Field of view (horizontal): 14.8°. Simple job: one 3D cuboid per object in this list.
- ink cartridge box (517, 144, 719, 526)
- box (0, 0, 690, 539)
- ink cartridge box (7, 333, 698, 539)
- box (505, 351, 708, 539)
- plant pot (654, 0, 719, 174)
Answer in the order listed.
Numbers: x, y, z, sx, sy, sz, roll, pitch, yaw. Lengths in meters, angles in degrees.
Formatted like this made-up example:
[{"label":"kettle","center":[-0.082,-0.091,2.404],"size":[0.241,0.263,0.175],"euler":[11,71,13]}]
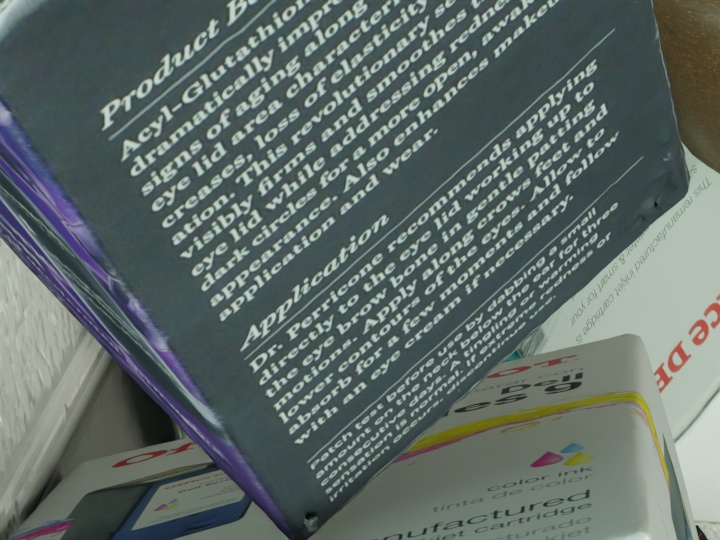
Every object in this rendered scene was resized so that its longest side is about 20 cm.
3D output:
[{"label":"ink cartridge box","center":[0.120,-0.021,1.059],"size":[0.083,0.147,0.200],"euler":[10,39,-39]},{"label":"box","center":[-0.039,-0.066,0.456],"size":[0.148,0.104,0.200],"euler":[44,-8,26]},{"label":"ink cartridge box","center":[-0.002,0.083,0.569],"size":[0.200,0.145,0.088],"euler":[-48,125,-80]},{"label":"box","center":[0.065,0.079,1.066],"size":[0.200,0.082,0.049],"euler":[57,-46,33]},{"label":"plant pot","center":[0.147,-0.130,0.888],"size":[0.198,0.200,0.200],"euler":[62,18,-58]}]
